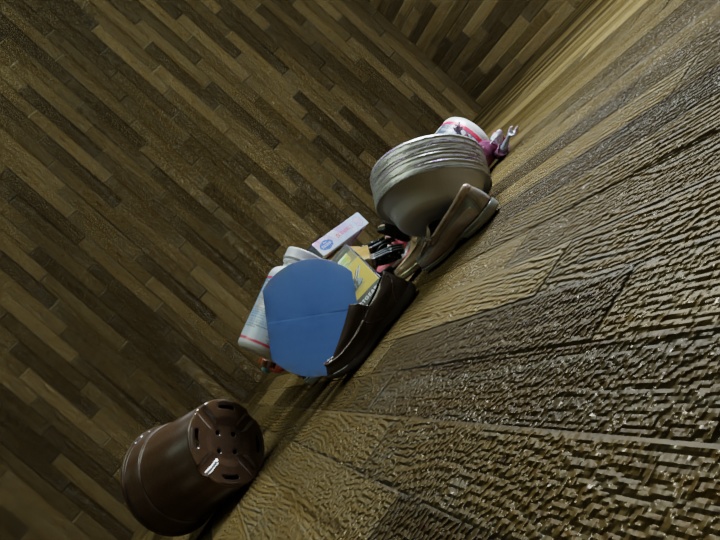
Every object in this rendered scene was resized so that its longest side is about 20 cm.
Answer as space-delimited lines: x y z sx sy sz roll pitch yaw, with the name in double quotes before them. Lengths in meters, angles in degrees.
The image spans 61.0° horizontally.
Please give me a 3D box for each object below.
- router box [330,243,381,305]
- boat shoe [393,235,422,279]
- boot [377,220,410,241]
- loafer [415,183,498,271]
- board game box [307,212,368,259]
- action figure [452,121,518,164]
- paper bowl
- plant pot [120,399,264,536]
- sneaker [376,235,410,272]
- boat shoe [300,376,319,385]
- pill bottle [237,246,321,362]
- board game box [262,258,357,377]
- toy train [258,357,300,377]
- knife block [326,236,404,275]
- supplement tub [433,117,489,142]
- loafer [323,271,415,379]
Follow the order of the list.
"router box" -0.042 0.071 1.146 0.200 0.052 0.157 -50 43 4
"boat shoe" 0.121 -0.067 1.142 0.200 0.064 0.071 -50 3 -9
"boot" 0.094 -0.144 1.321 0.200 0.077 0.140 145 141 -81
"loafer" 0.137 -0.069 0.963 0.072 0.063 0.200 -53 5 -37
"board game box" -0.090 -0.028 1.454 0.199 0.041 0.200 -40 -8 -50
"action figure" 0.249 -0.228 1.271 0.199 0.133 0.150 -37 -46 -32
"paper bowl" 0.121 -0.128 1.017 0.198 0.105 0.201 -10 -22 -4
"plant pot" -0.283 0.335 1.070 0.198 0.200 0.201 -37 10 35
"sneaker" 0.084 -0.068 1.447 0.201 0.087 0.074 -51 3 -22
"boat shoe" -0.070 0.131 1.231 0.201 0.091 0.071 -49 3 3
"pill bottle" -0.135 0.065 1.112 0.202 0.108 0.109 -67 8 -14
"board game box" -0.080 0.082 1.042 0.156 0.202 0.039 -10 -17 -4
"toy train" -0.154 0.158 1.322 0.055 0.149 0.202 -15 -47 -63
"knife block" 0.000 0.000 1.315 0.174 0.064 0.200 3 35 44
"supplement tub" 0.193 -0.233 1.389 0.200 0.140 0.140 -50 4 -13
"loafer" 0.003 0.083 0.975 0.200 0.071 0.073 -50 3 -9
